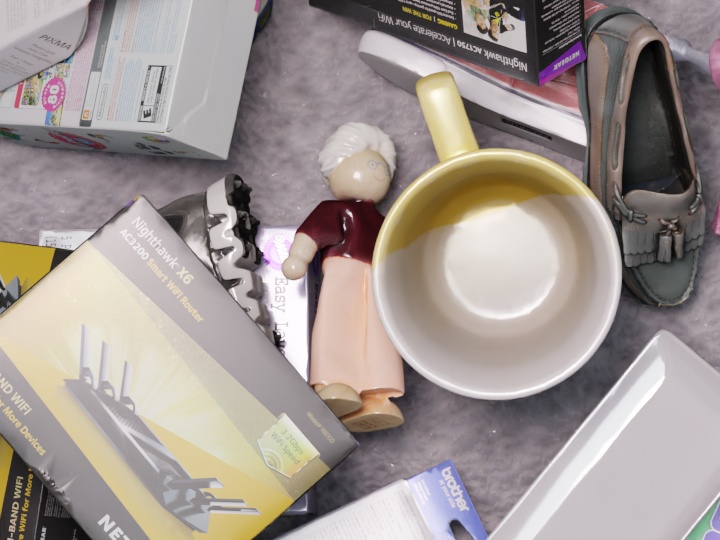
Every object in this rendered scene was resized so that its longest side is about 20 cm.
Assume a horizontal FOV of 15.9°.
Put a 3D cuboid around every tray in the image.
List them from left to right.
[{"bbox_3d":[0.163,0.143,1.605,0.200,0.022,0.107,-51,55,3],"label":"tray"}]

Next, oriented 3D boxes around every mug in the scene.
[{"bbox_3d":[0.090,-0.020,1.610,0.149,0.153,0.187,13,95,3],"label":"mug"}]

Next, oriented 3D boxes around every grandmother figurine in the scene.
[{"bbox_3d":[0.000,0.000,1.654,0.061,0.121,0.200,-13,66,30],"label":"grandmother figurine"}]

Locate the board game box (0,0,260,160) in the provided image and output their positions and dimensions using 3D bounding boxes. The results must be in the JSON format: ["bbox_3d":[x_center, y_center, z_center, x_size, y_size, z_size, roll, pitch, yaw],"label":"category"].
[{"bbox_3d":[-0.159,-0.153,1.661,0.200,0.064,0.148,7,82,42],"label":"board game box"}]

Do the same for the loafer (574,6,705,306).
[{"bbox_3d":[0.179,-0.064,1.619,0.072,0.063,0.200,-20,111,-18],"label":"loafer"}]

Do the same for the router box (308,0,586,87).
[{"bbox_3d":[0.046,-0.213,1.605,0.200,0.149,0.051,24,43,37],"label":"router box"}]

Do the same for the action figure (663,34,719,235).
[{"bbox_3d":[0.270,-0.099,1.610,0.134,0.149,0.200,-11,110,-16],"label":"action figure"}]

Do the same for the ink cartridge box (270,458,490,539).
[{"bbox_3d":[-0.008,0.214,1.645,0.200,0.042,0.119,-25,80,-6],"label":"ink cartridge box"}]

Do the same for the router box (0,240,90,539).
[{"bbox_3d":[-0.228,0.081,1.646,0.157,0.052,0.200,6,86,42],"label":"router box"}]

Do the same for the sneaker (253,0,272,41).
[{"bbox_3d":[-0.075,-0.230,1.710,0.088,0.075,0.200,36,83,16],"label":"sneaker"}]

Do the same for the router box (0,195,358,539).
[{"bbox_3d":[-0.124,0.080,1.545,0.157,0.052,0.200,-42,91,-3],"label":"router box"}]

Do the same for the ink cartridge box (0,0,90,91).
[{"bbox_3d":[-0.183,-0.221,1.633,0.200,0.047,0.160,-20,63,34],"label":"ink cartridge box"}]

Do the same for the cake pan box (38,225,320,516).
[{"bbox_3d":[-0.119,0.063,1.684,0.184,0.052,0.200,1,81,4],"label":"cake pan box"}]

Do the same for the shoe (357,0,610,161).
[{"bbox_3d":[0.105,-0.140,1.681,0.200,0.071,0.091,22,83,3],"label":"shoe"}]

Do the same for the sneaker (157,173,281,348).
[{"bbox_3d":[-0.097,0.044,1.630,0.090,0.066,0.200,-13,79,10],"label":"sneaker"}]

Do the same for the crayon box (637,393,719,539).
[{"bbox_3d":[0.253,0.204,1.619,0.172,0.058,0.200,25,84,8],"label":"crayon box"}]
